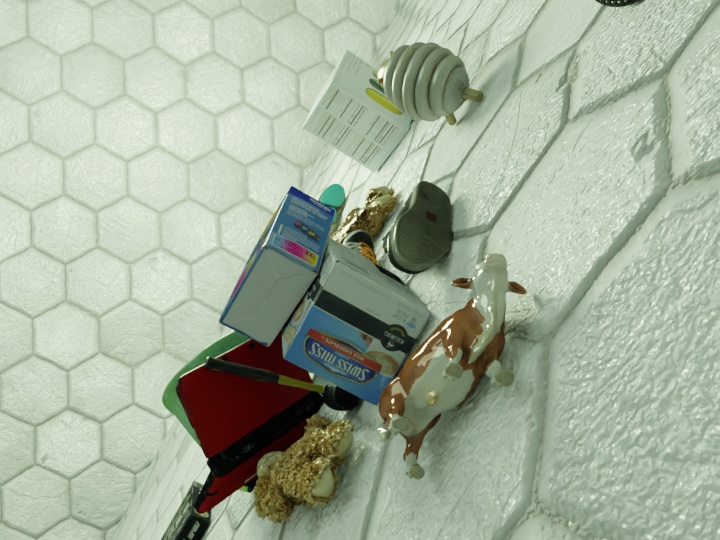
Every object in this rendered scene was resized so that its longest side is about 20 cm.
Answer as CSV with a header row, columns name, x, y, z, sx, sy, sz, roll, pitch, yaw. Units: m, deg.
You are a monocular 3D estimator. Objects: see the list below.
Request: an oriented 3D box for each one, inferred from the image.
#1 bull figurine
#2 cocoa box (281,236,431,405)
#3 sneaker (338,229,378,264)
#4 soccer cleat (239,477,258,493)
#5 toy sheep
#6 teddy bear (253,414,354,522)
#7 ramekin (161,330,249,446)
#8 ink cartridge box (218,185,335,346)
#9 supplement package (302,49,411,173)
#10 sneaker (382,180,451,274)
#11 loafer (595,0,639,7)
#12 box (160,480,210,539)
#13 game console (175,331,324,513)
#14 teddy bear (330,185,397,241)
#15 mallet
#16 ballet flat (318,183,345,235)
name,x,y,z,sx,sy,sz,roll,pitch,yaw
bull figurine,0.078,0.082,0.607,0.201,0.065,0.122,-57,5,22
cocoa box,-0.015,0.056,0.890,0.132,0.133,0.200,-60,12,6
sneaker,0.000,0.000,1.123,0.077,0.078,0.201,-35,28,33
soccer cleat,-0.172,0.302,1.087,0.200,0.067,0.082,100,-174,-74
toy sheep,0.113,-0.306,1.153,0.138,0.199,0.139,-38,-43,-47
teddy bear,-0.074,0.234,0.836,0.146,0.067,0.200,-62,12,-18
ramekin,-0.189,0.182,1.068,0.200,0.098,0.200,-36,-18,-13
ink cartridge box,-0.102,-0.017,0.919,0.137,0.076,0.200,-55,11,28
supplement package,0.002,-0.363,1.608,0.151,0.199,0.152,-48,18,42
sneaker,0.066,-0.030,0.930,0.106,0.075,0.200,-58,3,34
loafer,0.296,-0.331,0.699,0.071,0.073,0.200,-53,15,-15
box,-0.364,0.540,1.389,0.201,0.049,0.161,-61,14,-1
game console,-0.158,0.198,0.951,0.200,0.119,0.173,-26,-27,-46
teddy bear,0.003,-0.074,1.307,0.200,0.067,0.145,-54,22,1
mallet,-0.099,0.141,0.899,0.066,0.199,0.041,126,157,-75
ballet flat,-0.081,-0.145,1.788,0.200,0.067,0.076,-82,9,-54
